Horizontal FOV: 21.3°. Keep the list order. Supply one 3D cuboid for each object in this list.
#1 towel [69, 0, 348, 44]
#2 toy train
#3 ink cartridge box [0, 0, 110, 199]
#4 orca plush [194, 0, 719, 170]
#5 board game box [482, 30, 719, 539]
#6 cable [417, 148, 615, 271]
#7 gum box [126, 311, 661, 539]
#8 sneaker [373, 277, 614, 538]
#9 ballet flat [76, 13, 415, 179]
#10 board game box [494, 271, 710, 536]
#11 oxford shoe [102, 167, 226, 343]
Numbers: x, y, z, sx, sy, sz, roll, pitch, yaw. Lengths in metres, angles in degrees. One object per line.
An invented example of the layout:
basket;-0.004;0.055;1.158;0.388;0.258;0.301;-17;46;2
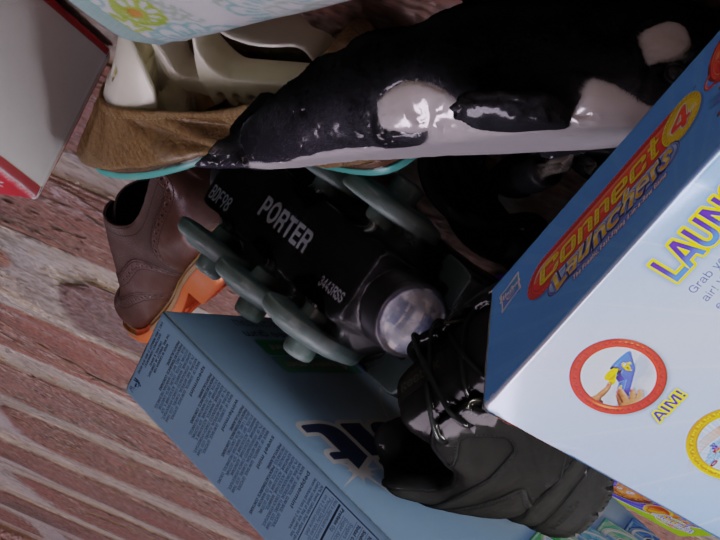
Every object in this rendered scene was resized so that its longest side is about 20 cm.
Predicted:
towel;-0.088;-0.146;0.630;0.200;0.048;0.171;35;161;-32
toy train;0.000;0.000;0.814;0.114;0.085;0.200;32;-177;-30
ink cartridge box;-0.239;-0.110;0.875;0.199;0.084;0.144;10;158;41
orca plush;0.038;-0.076;0.649;0.199;0.071;0.105;-5;175;41
board game box;0.169;0.006;0.532;0.195;0.056;0.200;30;125;-15
cable;0.106;-0.003;0.779;0.163;0.051;0.200;16;161;26
gum box;0.025;0.091;0.804;0.169;0.045;0.200;6;-151;-47
sneaker;0.063;0.034;0.676;0.090;0.076;0.200;4;139;-18
ballet flat;-0.056;-0.078;0.775;0.199;0.068;0.072;6;135;46
board game box;0.128;0.072;0.978;0.199;0.045;0.134;30;162;-15
oxford shoe;-0.102;-0.016;1.020;0.073;0.071;0.200;44;154;-5
